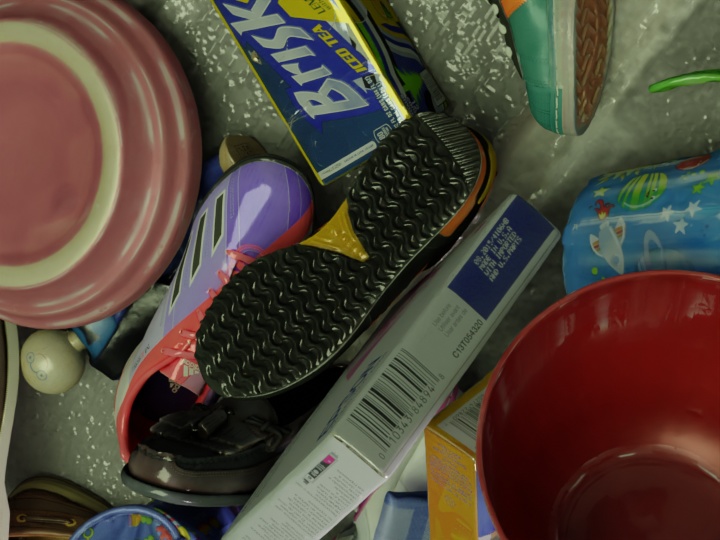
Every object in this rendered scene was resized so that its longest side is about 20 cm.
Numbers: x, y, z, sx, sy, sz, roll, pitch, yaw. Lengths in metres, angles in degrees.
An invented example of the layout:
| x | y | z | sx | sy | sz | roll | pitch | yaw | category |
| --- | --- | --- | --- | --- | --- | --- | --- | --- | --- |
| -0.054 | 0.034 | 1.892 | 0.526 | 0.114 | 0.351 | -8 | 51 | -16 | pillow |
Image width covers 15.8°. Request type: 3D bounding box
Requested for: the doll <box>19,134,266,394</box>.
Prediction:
| x | y | z | sx | sy | sz | roll | pitch | yaw | category |
| --- | --- | --- | --- | --- | --- | --- | --- | --- | --- |
| -0.124 | 0.003 | 1.502 | 0.200 | 0.048 | 0.137 | -40 | 90 | 22 | doll |

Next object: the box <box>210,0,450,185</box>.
| x | y | z | sx | sy | sz | roll | pitch | yaw | category |
| --- | --- | --- | --- | --- | --- | --- | --- | --- | --- |
| -0.036 | -0.152 | 1.413 | 0.070 | 0.064 | 0.201 | -29 | 95 | 25 | box |

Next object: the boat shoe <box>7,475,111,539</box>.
| x | y | z | sx | sy | sz | roll | pitch | yaw | category |
| --- | --- | --- | --- | --- | --- | --- | --- | --- | --- |
| -0.136 | 0.187 | 1.554 | 0.199 | 0.068 | 0.072 | 19 | 112 | 13 | boat shoe |

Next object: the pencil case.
| x | y | z | sx | sy | sz | roll | pitch | yaw | category |
| --- | --- | --- | --- | --- | --- | --- | --- | --- | --- |
| -0.102 | 0.157 | 1.422 | 0.087 | 0.200 | 0.078 | -26 | 88 | 9 | pencil case |

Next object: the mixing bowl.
| x | y | z | sx | sy | sz | roll | pitch | yaw | category |
| --- | --- | --- | --- | --- | --- | --- | --- | --- | --- |
| 0.151 | 0.111 | 1.252 | 0.199 | 0.201 | 0.109 | 25 | 152 | 11 | mixing bowl |

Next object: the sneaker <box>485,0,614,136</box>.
| x | y | z | sx | sy | sz | roll | pitch | yaw | category |
| --- | --- | --- | --- | --- | --- | --- | --- | --- | --- |
| 0.085 | -0.170 | 1.366 | 0.080 | 0.071 | 0.201 | -1 | 101 | 24 | sneaker |

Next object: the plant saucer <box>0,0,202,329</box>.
| x | y | z | sx | sy | sz | roll | pitch | yaw | category |
| --- | --- | --- | --- | --- | --- | --- | --- | --- | --- |
| -0.187 | -0.066 | 1.474 | 0.200 | 0.051 | 0.202 | 1 | 92 | 27 | plant saucer |

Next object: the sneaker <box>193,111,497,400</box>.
| x | y | z | sx | sy | sz | roll | pitch | yaw | category |
| --- | --- | --- | --- | --- | --- | --- | --- | --- | --- |
| 0.000 | 0.000 | 1.398 | 0.200 | 0.090 | 0.070 | -44 | 73 | 12 | sneaker |

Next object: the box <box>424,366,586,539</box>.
| x | y | z | sx | sy | sz | roll | pitch | yaw | category |
| --- | --- | --- | --- | --- | --- | --- | --- | --- | --- |
| 0.089 | 0.127 | 1.366 | 0.041 | 0.119 | 0.201 | 31 | 144 | 34 | box |

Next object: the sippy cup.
| x | y | z | sx | sy | sz | roll | pitch | yaw | category |
| --- | --- | --- | --- | --- | --- | --- | --- | --- | --- |
| 0.180 | -0.004 | 1.354 | 0.130 | 0.140 | 0.179 | -1 | 64 | 30 | sippy cup |

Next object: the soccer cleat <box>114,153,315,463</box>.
| x | y | z | sx | sy | sz | roll | pitch | yaw | category |
| --- | --- | --- | --- | --- | --- | --- | --- | --- | --- |
| -0.082 | 0.026 | 1.435 | 0.068 | 0.073 | 0.200 | 26 | 120 | -10 | soccer cleat |

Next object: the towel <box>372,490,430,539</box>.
| x | y | z | sx | sy | sz | roll | pitch | yaw | category |
| --- | --- | --- | --- | --- | --- | --- | --- | --- | --- |
| 0.049 | 0.212 | 1.473 | 0.146 | 0.024 | 0.201 | 3 | 116 | -29 | towel |

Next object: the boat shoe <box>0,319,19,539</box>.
| x | y | z | sx | sy | sz | roll | pitch | yaw | category |
| --- | --- | --- | --- | --- | --- | --- | --- | --- | --- |
| -0.243 | 0.094 | 1.528 | 0.072 | 0.059 | 0.201 | -10 | 76 | 58 | boat shoe |

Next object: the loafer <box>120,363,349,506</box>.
| x | y | z | sx | sy | sz | roll | pitch | yaw | category |
| --- | --- | --- | --- | --- | --- | --- | --- | --- | --- |
| -0.062 | 0.087 | 1.429 | 0.072 | 0.200 | 0.063 | 19 | 101 | 28 | loafer |

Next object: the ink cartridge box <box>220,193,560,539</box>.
| x | y | z | sx | sy | sz | roll | pitch | yaw | category |
| --- | --- | --- | --- | --- | --- | --- | --- | --- | --- |
| 0.003 | 0.072 | 1.361 | 0.043 | 0.197 | 0.200 | 41 | 141 | -4 | ink cartridge box |

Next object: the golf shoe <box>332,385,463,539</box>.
| x | y | z | sx | sy | sz | roll | pitch | yaw | category |
| --- | --- | --- | --- | --- | --- | --- | --- | --- | --- |
| 0.031 | 0.151 | 1.489 | 0.091 | 0.075 | 0.201 | 23 | 118 | -2 | golf shoe |
